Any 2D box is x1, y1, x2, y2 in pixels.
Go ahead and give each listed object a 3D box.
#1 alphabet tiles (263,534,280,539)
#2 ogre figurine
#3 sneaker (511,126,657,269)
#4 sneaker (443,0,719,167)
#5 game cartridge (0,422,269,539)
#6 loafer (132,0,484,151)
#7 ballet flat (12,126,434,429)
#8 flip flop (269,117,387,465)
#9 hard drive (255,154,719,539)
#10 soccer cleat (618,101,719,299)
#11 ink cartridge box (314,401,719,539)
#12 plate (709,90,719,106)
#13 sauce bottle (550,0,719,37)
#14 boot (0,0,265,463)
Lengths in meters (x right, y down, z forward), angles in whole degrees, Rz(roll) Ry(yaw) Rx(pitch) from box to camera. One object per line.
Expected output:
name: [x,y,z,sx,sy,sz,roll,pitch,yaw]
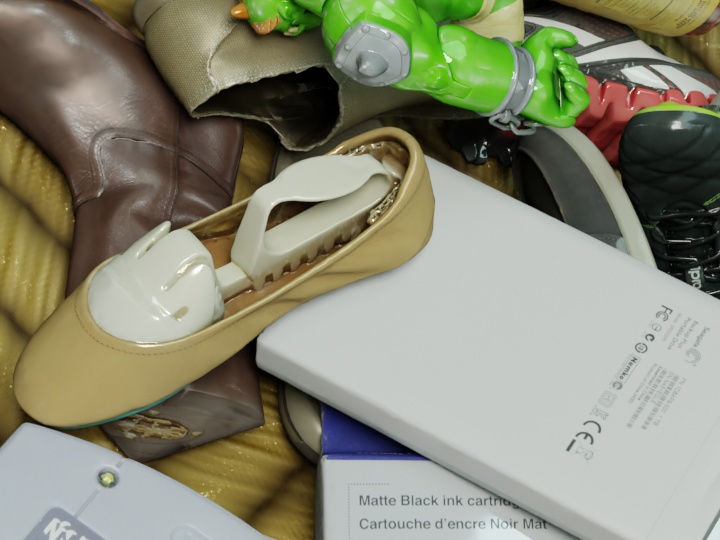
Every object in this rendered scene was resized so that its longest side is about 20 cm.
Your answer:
alphabet tiles: [0.039,0.187,0.873,0.200,0.006,0.167,20,53,-19]
ogre figurine: [0.007,-0.142,0.861,0.120,0.098,0.200,-8,79,-46]
sneaker: [0.085,0.020,0.950,0.106,0.075,0.200,-17,59,-5]
sneaker: [0.131,-0.102,1.070,0.200,0.071,0.098,5,61,-27]
game cartridge: [-0.079,0.151,0.765,0.200,0.041,0.133,35,60,8]
loafer: [-0.011,-0.089,0.929,0.200,0.076,0.068,4,68,-28]
ballet flat: [-0.056,-0.005,0.824,0.200,0.063,0.069,-29,58,-25]
flip flop: [0.000,0.000,0.934,0.081,0.058,0.200,18,51,-21]
hard drive: [0.074,0.036,0.859,0.200,0.027,0.132,27,54,16]
soccer cleat: [0.167,-0.009,0.974,0.067,0.200,0.081,-3,61,19]
ink cartridge box: [0.081,0.125,0.842,0.199,0.041,0.200,0,68,-5]
plate: [0.244,-0.079,1.044,0.199,0.200,0.032,-4,53,-32]
sauce bottle: [0.105,-0.164,0.995,0.200,0.066,0.066,12,55,-40]
boot: [-0.128,-0.021,0.875,0.186,0.064,0.200,11,61,-23]
